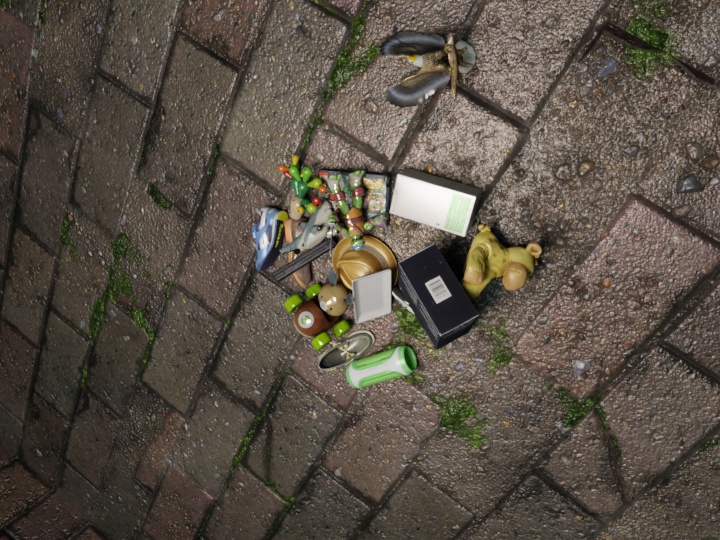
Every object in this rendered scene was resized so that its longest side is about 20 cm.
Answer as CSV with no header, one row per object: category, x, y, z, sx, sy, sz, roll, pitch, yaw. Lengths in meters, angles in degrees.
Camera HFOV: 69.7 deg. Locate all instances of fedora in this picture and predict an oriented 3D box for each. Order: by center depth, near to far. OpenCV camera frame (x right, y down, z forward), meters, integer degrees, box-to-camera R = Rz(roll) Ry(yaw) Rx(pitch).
fedora,0.000,0.000,1.410,0.199,0.082,0.202,8,110,22

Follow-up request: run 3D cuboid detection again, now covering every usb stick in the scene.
usb stick,-0.156,-0.029,1.430,0.199,0.055,0.033,-31,89,1

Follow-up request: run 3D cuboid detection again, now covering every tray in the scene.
tray,0.030,0.066,1.379,0.107,0.022,0.201,-16,143,-9

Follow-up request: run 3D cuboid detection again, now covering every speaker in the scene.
speaker,0.058,0.277,1.478,0.199,0.088,0.089,-23,97,29

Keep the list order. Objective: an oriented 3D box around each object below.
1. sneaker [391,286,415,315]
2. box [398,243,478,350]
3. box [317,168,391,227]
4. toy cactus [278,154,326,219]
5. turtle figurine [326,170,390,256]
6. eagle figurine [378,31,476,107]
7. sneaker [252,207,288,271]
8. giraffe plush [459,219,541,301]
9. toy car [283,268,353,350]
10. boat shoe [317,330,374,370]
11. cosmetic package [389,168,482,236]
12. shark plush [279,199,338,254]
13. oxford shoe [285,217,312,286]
sneaker,0.179,0.090,1.381,0.200,0.076,0.088,37,95,13
box,0.181,0.068,1.253,0.104,0.182,0.201,-27,72,-6
box,-0.019,-0.194,1.377,0.199,0.038,0.137,9,111,22
toy cactus,-0.165,-0.204,1.388,0.200,0.102,0.165,55,142,30
turtle figurine,-0.009,-0.147,1.276,0.143,0.200,0.195,-12,94,12
eagle figurine,0.145,-0.469,1.176,0.199,0.151,0.152,11,71,52
sneaker,-0.275,-0.094,1.513,0.082,0.074,0.201,26,109,16
giraffe plush,0.336,-0.012,1.234,0.161,0.173,0.201,16,79,8
toy car,-0.089,0.091,1.416,0.165,0.157,0.200,52,139,11
boat shoe,-0.044,0.241,1.527,0.201,0.060,0.072,-32,93,30
cosmetic package,0.183,-0.169,1.268,0.199,0.085,0.108,18,117,17
shark plush,-0.141,-0.104,1.417,0.200,0.091,0.084,-41,67,38
oxford shoe,-0.162,-0.051,1.476,0.072,0.071,0.201,-5,105,21
